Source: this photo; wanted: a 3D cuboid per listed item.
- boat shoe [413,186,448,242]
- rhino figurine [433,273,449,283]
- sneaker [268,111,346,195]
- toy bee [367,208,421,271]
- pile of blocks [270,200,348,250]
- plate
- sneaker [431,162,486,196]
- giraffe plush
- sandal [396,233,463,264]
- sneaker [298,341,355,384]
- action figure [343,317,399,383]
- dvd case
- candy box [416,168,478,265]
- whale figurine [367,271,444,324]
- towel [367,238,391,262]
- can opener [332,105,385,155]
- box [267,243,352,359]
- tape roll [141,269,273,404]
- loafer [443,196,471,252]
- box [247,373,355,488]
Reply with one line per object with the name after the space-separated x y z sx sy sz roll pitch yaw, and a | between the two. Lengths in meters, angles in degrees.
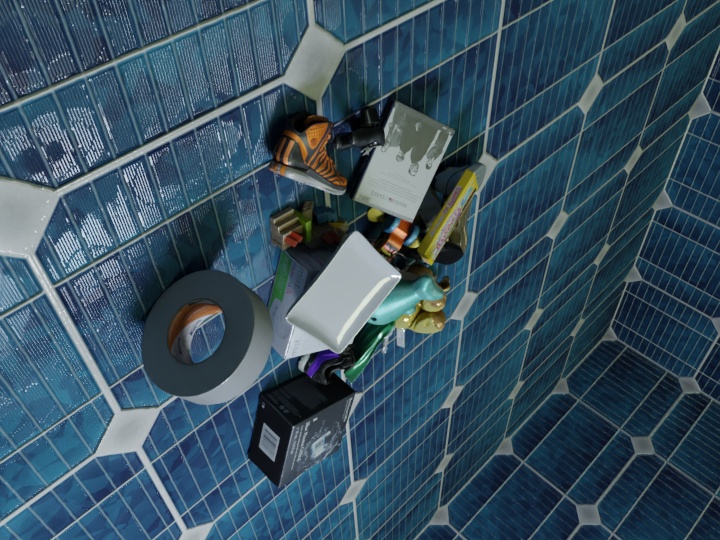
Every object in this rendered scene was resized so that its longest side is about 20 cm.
0.150 -0.109 1.474 0.069 0.071 0.200 -28 139 -4 | boat shoe
0.144 0.087 1.657 0.200 0.060 0.088 -38 156 -20 | rhino figurine
-0.065 -0.195 1.078 0.200 0.077 0.113 7 106 -65 | sneaker
0.059 -0.075 1.344 0.109 0.131 0.200 -31 -167 46 | toy bee
-0.076 -0.078 1.190 0.200 0.062 0.082 -10 128 -50 | pile of blocks
-0.032 0.041 1.196 0.200 0.032 0.200 -52 143 -2 | plate
0.225 -0.213 1.468 0.200 0.071 0.073 -23 132 -56 | sneaker
0.132 0.057 1.506 0.162 0.172 0.201 -57 169 -45 | giraffe plush
0.164 -0.040 1.470 0.199 0.043 0.076 7 141 -38 | sandal
-0.039 0.171 1.445 0.200 0.099 0.070 -50 151 -6 | sneaker
0.031 0.150 1.459 0.055 0.118 0.200 20 122 -35 | action figure
0.080 -0.207 1.248 0.150 0.025 0.201 17 104 -32 | dvd case
0.186 -0.110 1.370 0.201 0.026 0.102 -59 160 -3 | candy box
0.069 0.055 1.335 0.159 0.199 0.104 50 47 -40 | whale figurine
0.000 0.000 1.403 0.200 0.030 0.147 -1 120 -53 | towel
-0.007 -0.226 1.096 0.079 0.063 0.200 67 23 -13 | can opener
-0.080 0.055 1.261 0.176 0.097 0.201 -8 127 -40 | box
-0.239 0.104 1.010 0.201 0.200 0.066 -51 151 -6 | tape roll
0.216 -0.105 1.562 0.067 0.076 0.201 -26 129 -37 | loafer
-0.134 0.350 1.479 0.200 0.117 0.198 -21 136 -45 | box
